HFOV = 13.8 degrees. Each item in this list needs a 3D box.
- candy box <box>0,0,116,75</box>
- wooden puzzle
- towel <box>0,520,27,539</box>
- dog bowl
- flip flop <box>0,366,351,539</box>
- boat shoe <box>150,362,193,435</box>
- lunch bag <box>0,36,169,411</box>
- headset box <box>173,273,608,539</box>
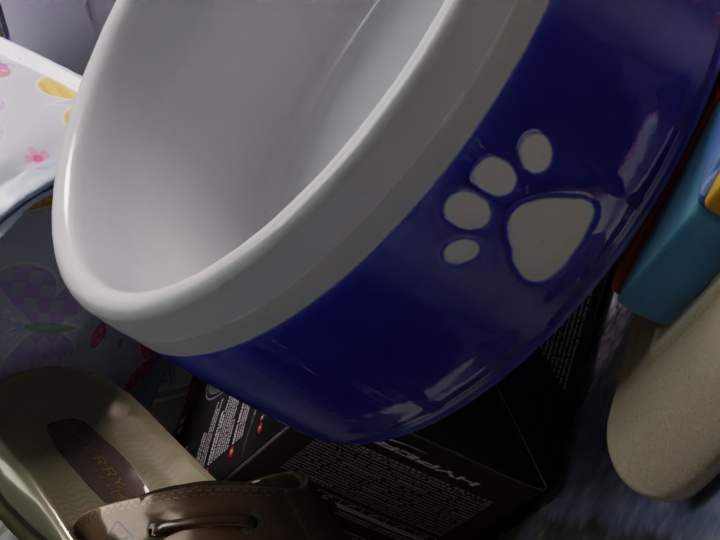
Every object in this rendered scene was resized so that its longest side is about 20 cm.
[{"bbox_3d":[-0.075,-0.149,1.089,0.168,0.071,0.201,81,-165,-57],"label":"candy box"},{"bbox_3d":[0.116,-0.067,0.732,0.185,0.037,0.201,-52,19,47],"label":"wooden puzzle"},{"bbox_3d":[-0.129,0.147,0.878,0.150,0.031,0.200,-57,8,23],"label":"towel"},{"bbox_3d":[0.006,-0.058,0.798,0.200,0.079,0.201,-40,32,31],"label":"dog bowl"},{"bbox_3d":[-0.040,0.075,0.840,0.200,0.081,0.058,41,123,40],"label":"flip flop"},{"bbox_3d":[-0.044,0.007,1.126,0.200,0.072,0.069,-65,-24,-57],"label":"boat shoe"},{"bbox_3d":[-0.153,-0.023,0.956,0.128,0.169,0.200,-65,-21,3],"label":"lunch bag"},{"bbox_3d":[0.005,0.019,0.943,0.200,0.077,0.150,-45,24,60],"label":"headset box"}]
